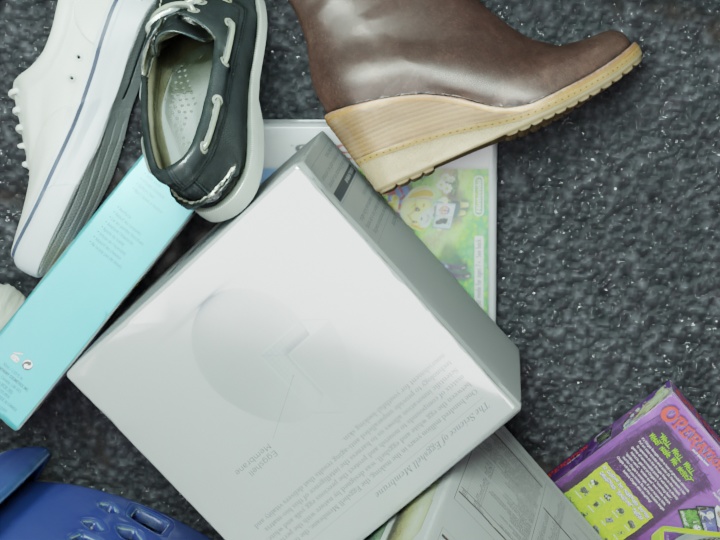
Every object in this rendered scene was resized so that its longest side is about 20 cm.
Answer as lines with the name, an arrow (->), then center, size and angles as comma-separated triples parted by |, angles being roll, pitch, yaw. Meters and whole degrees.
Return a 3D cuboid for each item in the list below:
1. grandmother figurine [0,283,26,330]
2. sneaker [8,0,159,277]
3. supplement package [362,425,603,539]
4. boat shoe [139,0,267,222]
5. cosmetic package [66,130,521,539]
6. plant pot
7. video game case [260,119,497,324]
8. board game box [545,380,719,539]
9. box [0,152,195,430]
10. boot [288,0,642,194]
grandmother figurine -> -0.314, -0.002, 1.100 | 0.199, 0.061, 0.121 | 27, 134, -6
sneaker -> -0.192, -0.097, 1.059 | 0.070, 0.073, 0.201 | 23, 98, 8
supplement package -> 0.051, 0.219, 1.038 | 0.152, 0.200, 0.151 | -37, 99, 26
boat shoe -> -0.098, -0.127, 0.979 | 0.075, 0.201, 0.060 | -28, 144, 23
cosmetic package -> -0.036, 0.058, 1.030 | 0.199, 0.123, 0.200 | -40, 97, 14
plant pot -> -0.228, 0.244, 1.091 | 0.179, 0.200, 0.201 | 35, 107, 1
video game case -> 0.000, 0.000, 1.086 | 0.181, 0.022, 0.201 | 1, 106, 5
board game box -> 0.227, 0.186, 1.115 | 0.120, 0.032, 0.200 | -38, 100, 18
box -> -0.171, 0.005, 1.049 | 0.049, 0.082, 0.200 | 39, 91, -5
boot -> 0.059, -0.157, 1.013 | 0.199, 0.072, 0.167 | -23, 89, -5
